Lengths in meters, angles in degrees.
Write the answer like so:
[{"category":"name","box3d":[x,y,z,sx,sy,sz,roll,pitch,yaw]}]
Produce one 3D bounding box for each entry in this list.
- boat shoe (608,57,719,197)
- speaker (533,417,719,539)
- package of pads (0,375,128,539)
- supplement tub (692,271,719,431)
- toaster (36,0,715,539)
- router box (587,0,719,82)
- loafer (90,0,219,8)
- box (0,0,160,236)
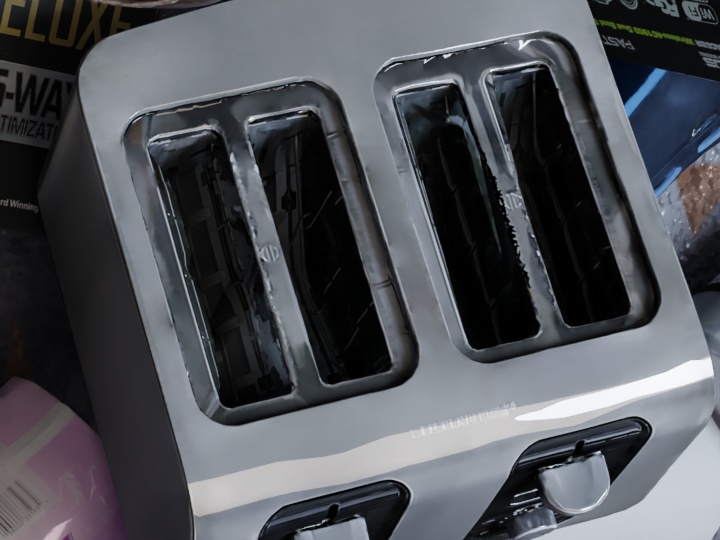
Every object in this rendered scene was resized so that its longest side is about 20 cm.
[{"category":"boat shoe","box3d":[0.091,-0.019,0.933,0.200,0.084,0.069,-44,116,-12]},{"category":"speaker","box3d":[0.063,0.084,0.912,0.200,0.081,0.081,4,101,-49]},{"category":"package of pads","box3d":[-0.153,0.141,0.809,0.200,0.076,0.121,-44,149,-14]},{"category":"supplement tub","box3d":[0.232,0.015,1.005,0.200,0.122,0.123,-41,120,-17]},{"category":"toaster","box3d":[0.000,0.000,0.755,0.181,0.119,0.200,-12,74,-17]},{"category":"router box","box3d":[0.180,-0.157,0.912,0.200,0.150,0.062,-40,120,-16]},{"category":"loafer","box3d":[-0.123,-0.121,0.677,0.200,0.071,0.073,16,107,-5]},{"category":"box","box3d":[-0.164,-0.102,0.773,0.200,0.050,0.158,10,96,-33]}]
